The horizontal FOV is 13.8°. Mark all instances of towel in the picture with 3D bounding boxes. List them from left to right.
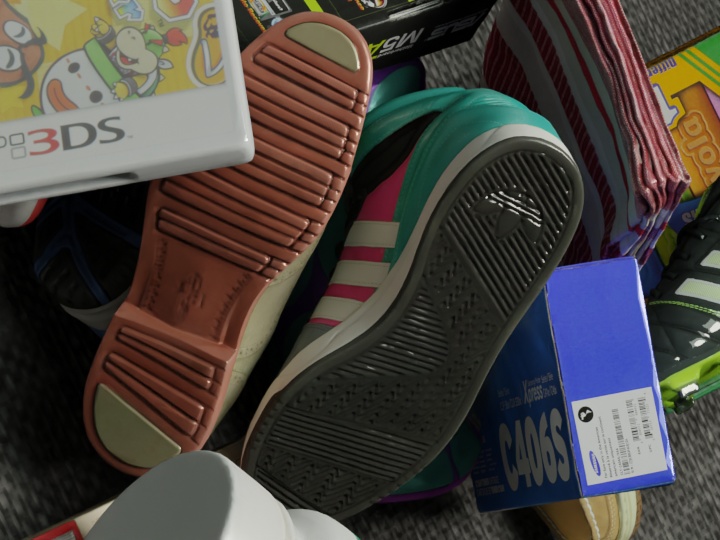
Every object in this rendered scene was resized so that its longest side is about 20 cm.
[{"bbox_3d":[0.089,-0.063,1.290,0.023,0.200,0.145,-16,72,-12],"label":"towel"}]

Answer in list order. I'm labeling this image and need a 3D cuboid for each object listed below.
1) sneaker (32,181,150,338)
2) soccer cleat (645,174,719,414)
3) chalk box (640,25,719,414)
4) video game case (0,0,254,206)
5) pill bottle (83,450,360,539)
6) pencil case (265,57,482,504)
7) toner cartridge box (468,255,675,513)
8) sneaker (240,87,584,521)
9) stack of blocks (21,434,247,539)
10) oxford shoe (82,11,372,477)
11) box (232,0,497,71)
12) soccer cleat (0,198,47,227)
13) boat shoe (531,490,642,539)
[{"bbox_3d":[-0.092,-0.046,1.297,0.077,0.075,0.201,58,35,-44],"label":"sneaker"},{"bbox_3d":[0.168,0.005,1.392,0.199,0.068,0.081,-33,79,-8],"label":"soccer cleat"},{"bbox_3d":[0.169,-0.005,1.481,0.201,0.123,0.125,63,-4,-2],"label":"chalk box"},{"bbox_3d":[-0.144,-0.123,1.171,0.023,0.181,0.201,77,4,-71],"label":"video game case"},{"bbox_3d":[-0.015,0.164,1.134,0.200,0.113,0.113,43,44,-28],"label":"pill bottle"},{"bbox_3d":[0.000,0.000,1.321,0.092,0.085,0.201,-9,93,-21],"label":"pencil case"},{"bbox_3d":[0.083,0.053,1.289,0.043,0.200,0.096,-7,84,-10],"label":"toner cartridge box"},{"bbox_3d":[0.012,0.002,1.231,0.083,0.200,0.121,31,20,-20],"label":"sneaker"},{"bbox_3d":[-0.083,0.147,1.202,0.200,0.058,0.116,-24,89,-51],"label":"stack of blocks"},{"bbox_3d":[-0.051,-0.015,1.202,0.071,0.201,0.074,31,12,6],"label":"oxford shoe"},{"bbox_3d":[-0.065,-0.162,1.265,0.193,0.048,0.200,-21,67,-44],"label":"box"},{"bbox_3d":[-0.165,-0.110,1.244,0.085,0.069,0.201,12,59,-35],"label":"soccer cleat"},{"bbox_3d":[0.059,0.053,1.418,0.076,0.072,0.201,-28,86,-35],"label":"boat shoe"}]
